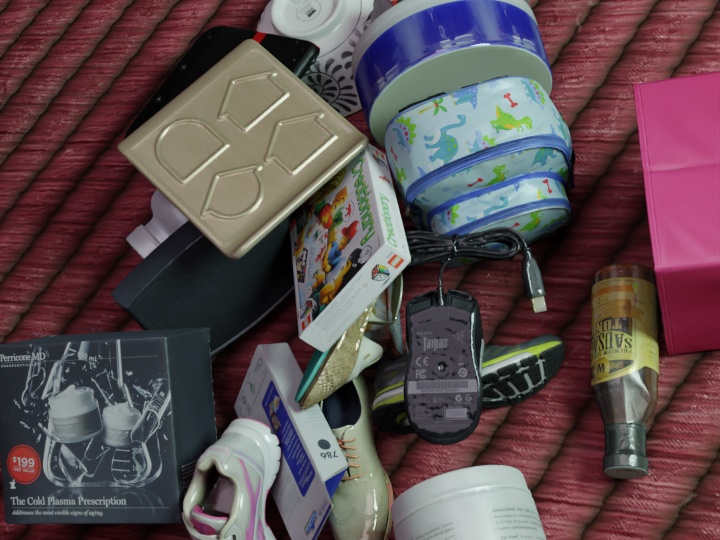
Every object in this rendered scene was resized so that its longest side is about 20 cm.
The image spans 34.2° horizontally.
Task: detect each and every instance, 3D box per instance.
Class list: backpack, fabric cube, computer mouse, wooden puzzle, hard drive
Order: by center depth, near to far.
[{"bbox_3d":[0.362,-0.056,1.057,0.199,0.196,0.200,-8,62,16],"label":"fabric cube"},{"bbox_3d":[0.105,0.057,1.084,0.140,0.046,0.200,-8,79,10],"label":"computer mouse"},{"bbox_3d":[0.125,-0.096,1.156,0.183,0.200,0.147,-19,72,8],"label":"backpack"},{"bbox_3d":[-0.118,-0.121,1.187,0.185,0.046,0.200,-42,65,-13],"label":"wooden puzzle"},{"bbox_3d":[-0.148,0.009,1.241,0.200,0.135,0.042,-39,25,0],"label":"hard drive"}]

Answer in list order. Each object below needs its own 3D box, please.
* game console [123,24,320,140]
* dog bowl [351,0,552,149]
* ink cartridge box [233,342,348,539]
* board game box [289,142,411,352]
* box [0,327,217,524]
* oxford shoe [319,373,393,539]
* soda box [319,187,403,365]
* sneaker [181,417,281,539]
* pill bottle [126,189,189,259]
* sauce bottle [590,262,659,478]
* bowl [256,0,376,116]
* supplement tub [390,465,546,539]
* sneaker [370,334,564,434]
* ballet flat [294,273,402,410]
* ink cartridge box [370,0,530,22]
[{"bbox_3d":[-0.156,-0.185,1.289,0.177,0.031,0.200,19,68,36],"label":"game console"},{"bbox_3d":[0.095,-0.202,1.220,0.200,0.200,0.079,-18,64,10],"label":"dog bowl"},{"bbox_3d":[-0.064,0.175,1.140,0.039,0.100,0.200,-2,46,-30],"label":"ink cartridge box"},{"bbox_3d":[-0.014,-0.028,1.125,0.126,0.035,0.200,-48,26,22],"label":"board game box"},{"bbox_3d":[-0.255,0.155,1.182,0.200,0.104,0.183,-5,90,18],"label":"box"},{"bbox_3d":[-0.015,0.185,1.140,0.071,0.074,0.200,-16,61,11],"label":"oxford shoe"},{"bbox_3d":[0.000,0.000,1.233,0.068,0.064,0.200,-10,61,13],"label":"soda box"},{"bbox_3d":[-0.131,0.245,1.113,0.081,0.088,0.200,4,98,29],"label":"sneaker"},{"bbox_3d":[-0.159,-0.075,1.297,0.200,0.112,0.112,-44,59,-6],"label":"pill bottle"},{"bbox_3d":[0.249,0.093,1.099,0.066,0.066,0.200,-4,62,17],"label":"sauce bottle"},{"bbox_3d":[-0.048,-0.284,1.372,0.200,0.094,0.201,-8,63,15],"label":"bowl"},{"bbox_3d":[0.110,0.285,1.015,0.132,0.132,0.200,-19,60,9],"label":"supplement tub"},{"bbox_3d":[0.101,0.092,1.149,0.200,0.074,0.081,-15,52,4],"label":"sneaker"},{"bbox_3d":[0.000,0.051,1.134,0.065,0.071,0.200,26,72,-11],"label":"ballet flat"},{"bbox_3d":[0.102,-0.295,1.243,0.161,0.200,0.050,-9,81,-8],"label":"ink cartridge box"}]
